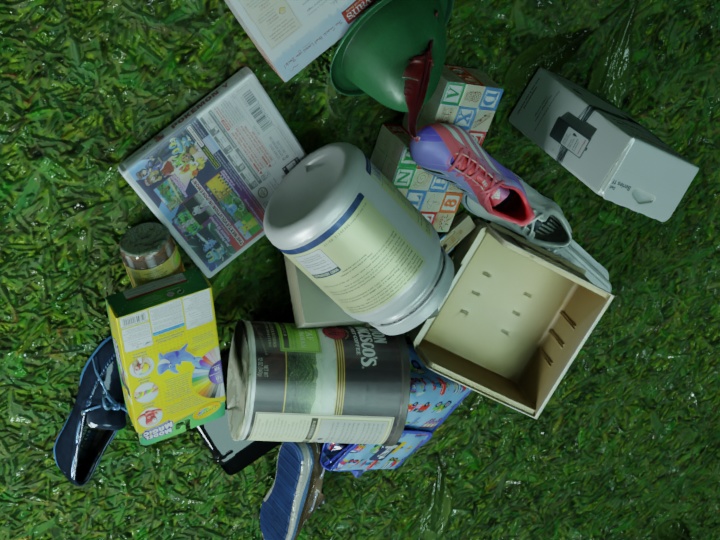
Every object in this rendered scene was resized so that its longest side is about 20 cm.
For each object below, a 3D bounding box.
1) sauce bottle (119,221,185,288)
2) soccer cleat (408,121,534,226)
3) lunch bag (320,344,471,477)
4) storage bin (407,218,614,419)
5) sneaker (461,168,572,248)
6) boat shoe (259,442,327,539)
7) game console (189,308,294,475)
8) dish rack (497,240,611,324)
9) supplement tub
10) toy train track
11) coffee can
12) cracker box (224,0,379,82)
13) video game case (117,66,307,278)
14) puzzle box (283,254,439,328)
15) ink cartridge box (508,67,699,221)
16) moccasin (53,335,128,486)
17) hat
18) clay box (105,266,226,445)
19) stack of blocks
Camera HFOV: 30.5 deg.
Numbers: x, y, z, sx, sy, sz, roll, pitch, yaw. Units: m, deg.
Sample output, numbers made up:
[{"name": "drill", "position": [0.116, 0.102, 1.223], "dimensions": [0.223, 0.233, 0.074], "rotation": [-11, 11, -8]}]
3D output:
[{"name": "sauce bottle", "position": [-0.225, 0.035, 1.537], "dimensions": [0.064, 0.065, 0.201], "rotation": [-26, 135, -14]}, {"name": "soccer cleat", "position": [0.136, -0.114, 1.571], "dimensions": [0.067, 0.077, 0.199], "rotation": [-50, 135, 10]}, {"name": "lunch bag", "position": [0.035, 0.203, 1.811], "dimensions": [0.150, 0.094, 0.201], "rotation": [4, 126, -50]}, {"name": "storage bin", "position": [0.197, 0.061, 1.778], "dimensions": [0.197, 0.094, 0.201], "rotation": [25, 105, -21]}, {"name": "sneaker", "position": [0.211, -0.081, 1.735], "dimensions": [0.199, 0.071, 0.073], "rotation": [15, 113, -40]}, {"name": "boat shoe", "position": [-0.083, 0.315, 1.837], "dimensions": [0.072, 0.072, 0.201], "rotation": [-11, 132, -38]}, {"name": "game console", "position": [-0.125, 0.161, 1.730], "dimensions": [0.199, 0.116, 0.177], "rotation": [-34, 105, -9]}, {"name": "dish rack", "position": [0.273, 0.043, 1.891], "dimensions": [0.172, 0.044, 0.200], "rotation": [-48, 134, 7]}, {"name": "supplement tub", "position": [0.001, -0.033, 1.518], "dimensions": [0.145, 0.145, 0.200], "rotation": [-44, 119, 3]}, {"name": "toy train track", "position": [0.067, -0.004, 1.729], "dimensions": [0.200, 0.033, 0.115], "rotation": [-42, 129, -7]}, {"name": "coffee can", "position": [-0.053, 0.138, 1.609], "dimensions": [0.198, 0.147, 0.147], "rotation": [3, 122, -15]}, {"name": "cracker box", "position": [-0.082, -0.313, 1.372], "dimensions": [0.134, 0.058, 0.200], "rotation": [-38, 135, -3]}, {"name": "video game case", "position": [-0.153, -0.108, 1.506], "dimensions": [0.182, 0.023, 0.200], "rotation": [-38, 136, -4]}, {"name": "puzzle box", "position": [0.000, 0.000, 1.624], "dimensions": [0.198, 0.134, 0.025], "rotation": [-1, 164, -32]}, {"name": "ink cartridge box", "position": [0.303, -0.157, 1.647], "dimensions": [0.146, 0.200, 0.083], "rotation": [16, 113, -41]}, {"name": "moccasin", "position": [-0.302, 0.171, 1.582], "dimensions": [0.080, 0.068, 0.201], "rotation": [6, 119, -37]}, {"name": "hat", "position": [0.075, -0.196, 1.444], "dimensions": [0.199, 0.176, 0.166], "rotation": [-30, 157, -24]}, {"name": "clay box", "position": [-0.220, 0.102, 1.513], "dimensions": [0.114, 0.048, 0.201], "rotation": [-18, 131, -20]}, {"name": "stack of blocks", "position": [0.081, -0.148, 1.606], "dimensions": [0.114, 0.059, 0.201], "rotation": [2, 121, -34]}]
